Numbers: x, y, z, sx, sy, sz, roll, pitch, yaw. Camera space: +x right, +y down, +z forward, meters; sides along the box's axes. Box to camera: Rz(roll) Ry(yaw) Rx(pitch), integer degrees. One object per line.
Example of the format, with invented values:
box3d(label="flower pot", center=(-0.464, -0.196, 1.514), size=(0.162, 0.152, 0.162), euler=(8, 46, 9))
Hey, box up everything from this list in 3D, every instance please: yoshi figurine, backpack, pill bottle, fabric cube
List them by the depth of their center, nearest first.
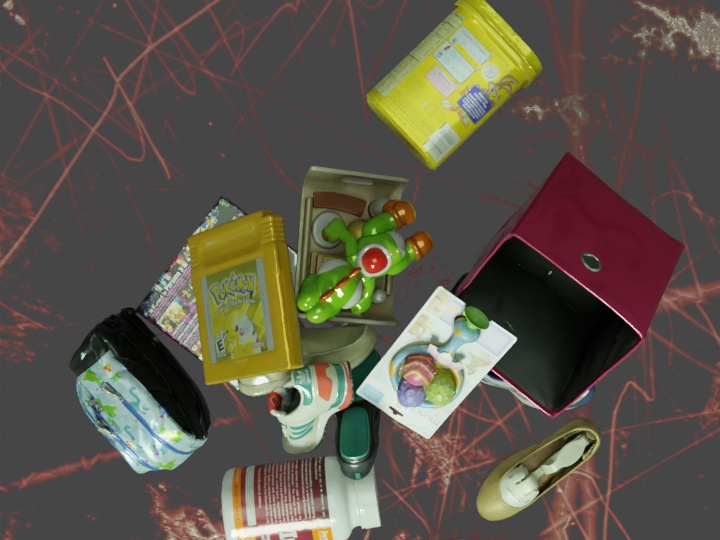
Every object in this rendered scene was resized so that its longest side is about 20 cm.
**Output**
box3d(label="fabric cube", center=(0.248, 0.017, 1.178), size=(0.196, 0.200, 0.199), euler=(39, 46, 3))
box3d(label="yoshi figurine", center=(-0.009, -0.003, 1.216), size=(0.200, 0.112, 0.112), euler=(-38, 57, -24))
box3d(label="backpack", center=(-0.285, 0.166, 1.246), size=(0.200, 0.163, 0.154), euler=(37, 97, -5))
box3d(label="pill bottle", center=(-0.076, 0.307, 1.249), size=(0.198, 0.113, 0.114), euler=(-8, 87, 1))

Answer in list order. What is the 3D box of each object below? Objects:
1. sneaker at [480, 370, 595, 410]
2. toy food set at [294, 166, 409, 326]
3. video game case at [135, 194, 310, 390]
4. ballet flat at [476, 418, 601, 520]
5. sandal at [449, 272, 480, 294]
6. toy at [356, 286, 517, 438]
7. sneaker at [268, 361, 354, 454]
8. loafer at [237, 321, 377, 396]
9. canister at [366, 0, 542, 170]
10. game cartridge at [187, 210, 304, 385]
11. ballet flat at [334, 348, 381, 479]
box3d(label="sneaker", center=(0.222, 0.141, 1.267), size=(0.199, 0.088, 0.076), euler=(16, 86, 0))
box3d(label="toy food set", center=(-0.009, -0.031, 1.270), size=(0.142, 0.060, 0.202), euler=(5, 87, -18))
box3d(label="video game case", center=(-0.177, 0.030, 1.300), size=(0.181, 0.036, 0.201), euler=(36, 88, 1))
box3d(label="ballet flat", center=(0.239, 0.267, 1.273), size=(0.200, 0.063, 0.069), euler=(-39, 87, -1))
box3d(label="sandal", center=(0.096, 0.086, 1.286), size=(0.043, 0.076, 0.200), euler=(32, 76, 32))
box3d(label="toy", center=(0.087, 0.126, 1.158), size=(0.115, 0.047, 0.200), euler=(33, 118, -4))
box3d(label="sneaker", center=(-0.083, 0.176, 1.221), size=(0.093, 0.200, 0.071), euler=(5, 55, -25))
box3d(label="loafer", center=(-0.073, 0.105, 1.258), size=(0.199, 0.076, 0.069), euler=(-20, 116, -12))
box3d(label="canister", center=(0.124, -0.254, 1.288), size=(0.200, 0.087, 0.149), euler=(-43, 88, 0))
box3d(label="game cartridge", center=(-0.152, 0.036, 1.208), size=(0.176, 0.032, 0.202), euler=(-16, 81, 43))
box3d(label="ballet flat", center=(-0.002, 0.191, 1.255), size=(0.072, 0.073, 0.201), euler=(3, 43, 1))
